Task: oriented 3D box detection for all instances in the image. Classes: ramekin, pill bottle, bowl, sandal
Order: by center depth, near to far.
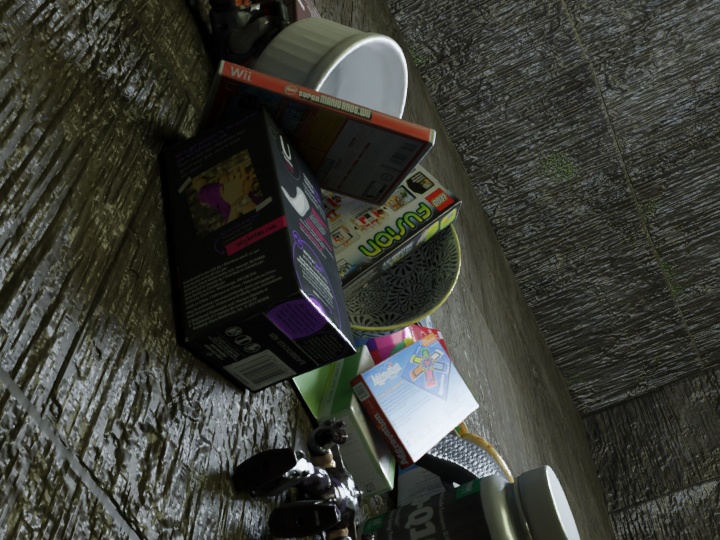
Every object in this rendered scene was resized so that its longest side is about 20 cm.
[{"bbox_3d":[0.104,0.265,0.925,0.114,0.198,0.114,60,15,-28],"label":"pill bottle"},{"bbox_3d":[0.000,0.000,1.024,0.095,0.198,0.202,104,-23,-55],"label":"bowl"},{"bbox_3d":[-0.043,-0.181,1.076,0.097,0.202,0.200,30,-4,27],"label":"ramekin"},{"bbox_3d":[0.102,0.219,1.079,0.199,0.043,0.076,34,21,-29],"label":"sandal"}]

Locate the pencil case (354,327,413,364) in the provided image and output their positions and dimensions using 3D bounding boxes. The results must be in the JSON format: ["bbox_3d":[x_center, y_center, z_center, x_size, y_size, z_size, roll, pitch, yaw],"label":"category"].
[{"bbox_3d":[0.014,0.047,1.135,0.088,0.087,0.202,-39,113,-76],"label":"pencil case"}]

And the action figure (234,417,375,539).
[{"bbox_3d":[-0.030,0.192,0.814,0.131,0.069,0.200,67,10,18],"label":"action figure"}]

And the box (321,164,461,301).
[{"bbox_3d":[-0.004,-0.045,0.976,0.110,0.199,0.035,43,-30,20],"label":"box"}]

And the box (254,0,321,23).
[{"bbox_3d":[-0.097,-0.322,1.343,0.201,0.074,0.100,-95,158,-47],"label":"box"}]

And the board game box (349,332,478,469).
[{"bbox_3d":[0.063,0.135,1.042,0.104,0.019,0.200,59,27,6],"label":"board game box"}]

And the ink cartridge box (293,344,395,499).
[{"bbox_3d":[-0.021,0.116,1.007,0.146,0.048,0.202,-74,142,-69],"label":"ink cartridge box"}]

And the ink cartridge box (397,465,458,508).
[{"bbox_3d":[0.093,0.304,1.099,0.117,0.067,0.200,61,15,-21],"label":"ink cartridge box"}]

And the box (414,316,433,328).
[{"bbox_3d":[0.050,0.006,1.434,0.158,0.051,0.201,51,22,-46],"label":"box"}]

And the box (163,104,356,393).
[{"bbox_3d":[-0.088,-0.018,0.828,0.122,0.105,0.202,52,21,-53],"label":"box"}]

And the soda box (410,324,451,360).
[{"bbox_3d":[0.066,0.115,1.285,0.200,0.069,0.064,22,48,-72],"label":"soda box"}]

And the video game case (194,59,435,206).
[{"bbox_3d":[-0.048,-0.120,0.888,0.143,0.198,0.018,134,-31,-63],"label":"video game case"}]

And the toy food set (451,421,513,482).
[{"bbox_3d":[0.134,0.239,1.270,0.199,0.048,0.201,54,-10,31],"label":"toy food set"}]

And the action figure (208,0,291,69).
[{"bbox_3d":[-0.154,-0.301,1.124,0.200,0.104,0.195,-167,-122,-73],"label":"action figure"}]
